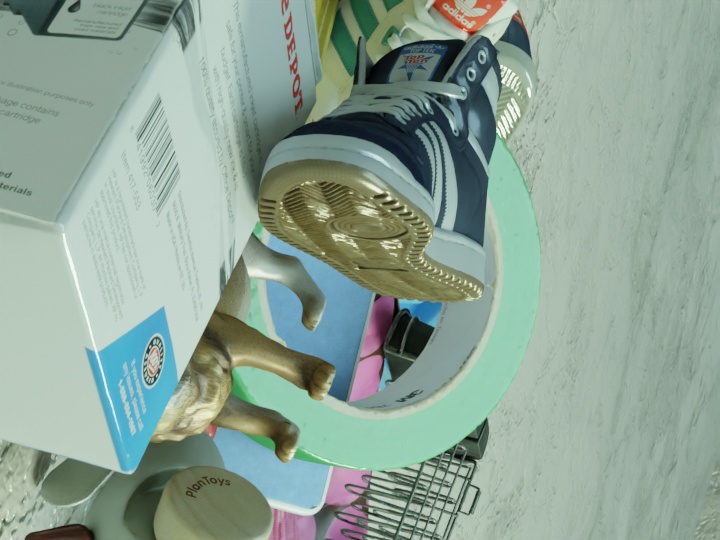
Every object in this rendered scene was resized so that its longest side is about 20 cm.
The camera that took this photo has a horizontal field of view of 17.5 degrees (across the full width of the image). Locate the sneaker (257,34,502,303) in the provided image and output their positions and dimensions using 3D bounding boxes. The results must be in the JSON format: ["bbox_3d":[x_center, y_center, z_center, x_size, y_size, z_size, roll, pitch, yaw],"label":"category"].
[{"bbox_3d":[0.011,-0.058,0.958,0.200,0.070,0.109,39,56,-70],"label":"sneaker"}]

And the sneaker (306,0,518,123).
[{"bbox_3d":[0.023,-0.111,1.118,0.200,0.070,0.093,-56,-165,-23],"label":"sneaker"}]

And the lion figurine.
[{"bbox_3d":[-0.069,0.007,1.007,0.201,0.122,0.073,-81,-163,-53],"label":"lion figurine"}]

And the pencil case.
[{"bbox_3d":[-0.029,0.077,1.309,0.094,0.090,0.201,-83,177,-60],"label":"pencil case"}]

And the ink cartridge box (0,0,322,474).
[{"bbox_3d":[-0.092,-0.051,0.874,0.147,0.085,0.201,82,25,-50],"label":"ink cartridge box"}]

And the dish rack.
[{"bbox_3d":[0.020,0.140,1.295,0.154,0.054,0.201,73,36,-63],"label":"dish rack"}]

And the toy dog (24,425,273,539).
[{"bbox_3d":[-0.106,0.088,1.042,0.200,0.096,0.133,-130,-122,-66],"label":"toy dog"}]

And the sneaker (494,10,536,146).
[{"bbox_3d":[0.045,-0.081,1.389,0.200,0.075,0.085,-51,-156,40],"label":"sneaker"}]

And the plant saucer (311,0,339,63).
[{"bbox_3d":[-0.035,-0.184,1.086,0.200,0.048,0.201,-79,169,-56],"label":"plant saucer"}]

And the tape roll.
[{"bbox_3d":[0.000,0.000,1.189,0.199,0.048,0.202,-1,91,-33],"label":"tape roll"}]

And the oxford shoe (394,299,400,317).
[{"bbox_3d":[-0.001,-0.043,1.336,0.071,0.071,0.201,-45,134,-58],"label":"oxford shoe"}]

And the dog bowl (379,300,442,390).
[{"bbox_3d":[0.029,0.018,1.524,0.111,0.049,0.201,-40,139,-64],"label":"dog bowl"}]

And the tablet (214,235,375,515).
[{"bbox_3d":[-0.050,0.016,1.196,0.130,0.014,0.201,18,83,-33],"label":"tablet"}]
